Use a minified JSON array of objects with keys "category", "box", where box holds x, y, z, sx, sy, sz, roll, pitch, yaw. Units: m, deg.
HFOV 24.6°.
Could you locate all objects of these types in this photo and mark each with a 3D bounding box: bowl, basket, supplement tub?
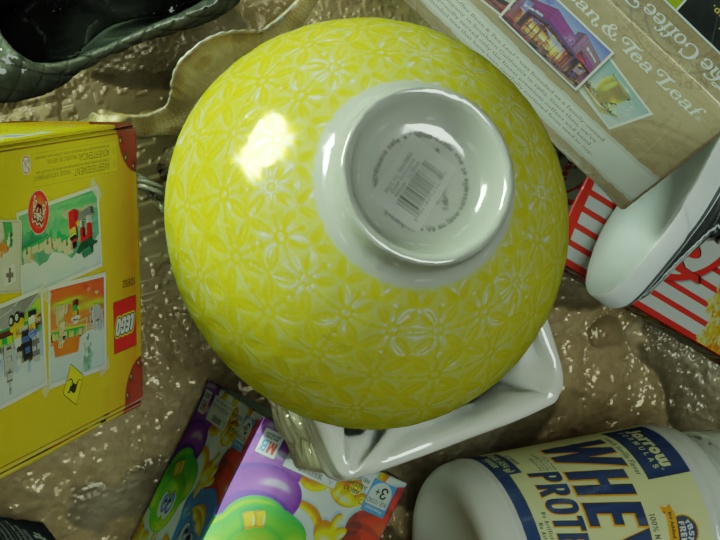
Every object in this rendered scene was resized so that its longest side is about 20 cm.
[{"category":"bowl","box":[0.015,-0.032,0.755,0.199,0.108,0.202,3,79,-14]},{"category":"basket","box":[0.000,0.000,0.866,0.135,0.123,0.201,-18,85,-18]},{"category":"supplement tub","box":[0.146,0.175,1.026,0.199,0.145,0.146,-8,101,-22]}]

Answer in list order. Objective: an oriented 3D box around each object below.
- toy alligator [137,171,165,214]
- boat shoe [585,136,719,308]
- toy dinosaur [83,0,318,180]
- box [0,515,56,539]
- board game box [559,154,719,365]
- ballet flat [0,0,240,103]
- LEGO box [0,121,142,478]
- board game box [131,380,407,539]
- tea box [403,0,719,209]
[{"category":"toy alligator","box":[-0.059,0.013,0.961,0.199,0.059,0.054,30,86,-24]},{"category":"boat shoe","box":[0.216,-0.048,1.015,0.068,0.072,0.200,42,74,-20]},{"category":"toy dinosaur","box":[-0.064,-0.108,0.915,0.200,0.058,0.101,-38,152,-4]},{"category":"box","box":[-0.273,0.221,0.879,0.181,0.104,0.201,18,90,-23]},{"category":"board game box","box":[0.219,-0.036,1.078,0.199,0.046,0.152,28,87,-23]},{"category":"ballet flat","box":[-0.146,-0.144,0.890,0.199,0.057,0.067,-27,88,-26]},{"category":"LEGO box","box":[-0.178,0.011,0.770,0.077,0.200,0.150,3,99,17]},{"category":"board game box","box":[-0.075,0.183,0.957,0.104,0.103,0.201,27,87,-24]},{"category":"tea box","box":[0.157,-0.184,0.930,0.200,0.134,0.197,44,63,0]}]
